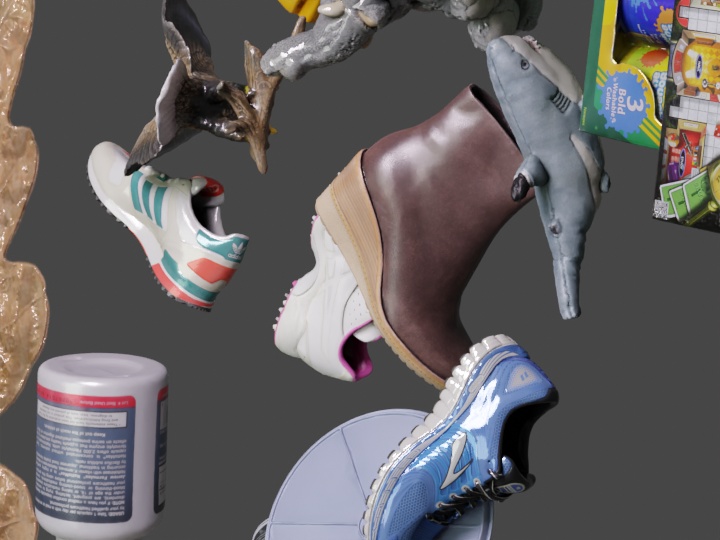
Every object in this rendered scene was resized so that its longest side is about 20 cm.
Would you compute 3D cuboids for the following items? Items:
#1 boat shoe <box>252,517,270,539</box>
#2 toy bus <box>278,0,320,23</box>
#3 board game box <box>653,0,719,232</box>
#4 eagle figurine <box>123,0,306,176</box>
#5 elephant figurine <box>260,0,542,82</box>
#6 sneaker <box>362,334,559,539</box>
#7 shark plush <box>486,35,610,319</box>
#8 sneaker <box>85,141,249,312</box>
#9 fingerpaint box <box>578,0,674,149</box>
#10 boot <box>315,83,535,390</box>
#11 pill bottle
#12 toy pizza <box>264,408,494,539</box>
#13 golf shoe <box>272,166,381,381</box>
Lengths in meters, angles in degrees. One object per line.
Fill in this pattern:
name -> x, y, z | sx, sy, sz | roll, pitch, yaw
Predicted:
boat shoe -> -0.033, 0.242, 1.730 | 0.199, 0.068, 0.074 | 11, 102, 46
toy bus -> -0.021, -0.291, 1.647 | 0.065, 0.078, 0.201 | 52, 128, 30
board game box -> 0.240, -0.123, 1.312 | 0.104, 0.023, 0.202 | 13, 105, 39
eagle figurine -> -0.134, -0.145, 1.746 | 0.199, 0.152, 0.151 | 23, 148, 48
elephant figurine -> 0.028, -0.230, 1.553 | 0.199, 0.155, 0.143 | 4, 118, 38
sneaker -> 0.077, 0.150, 1.566 | 0.089, 0.078, 0.201 | 37, 98, 27
shark plush -> 0.128, -0.068, 1.506 | 0.090, 0.083, 0.202 | 9, 102, 42
sneaker -> -0.164, -0.060, 1.849 | 0.094, 0.070, 0.200 | -49, 57, 18
fingerpaint box -> 0.237, -0.176, 1.385 | 0.166, 0.073, 0.202 | 19, 108, 44
boot -> 0.075, -0.020, 1.579 | 0.166, 0.072, 0.201 | -32, 95, 25
pill bottle -> -0.236, 0.184, 1.904 | 0.119, 0.119, 0.202 | 12, 103, 46
toy pizza -> 0.016, 0.204, 1.644 | 0.199, 0.032, 0.202 | -14, 57, 22
golf shoe -> 0.000, 0.000, 1.674 | 0.091, 0.075, 0.201 | 36, 125, 24
